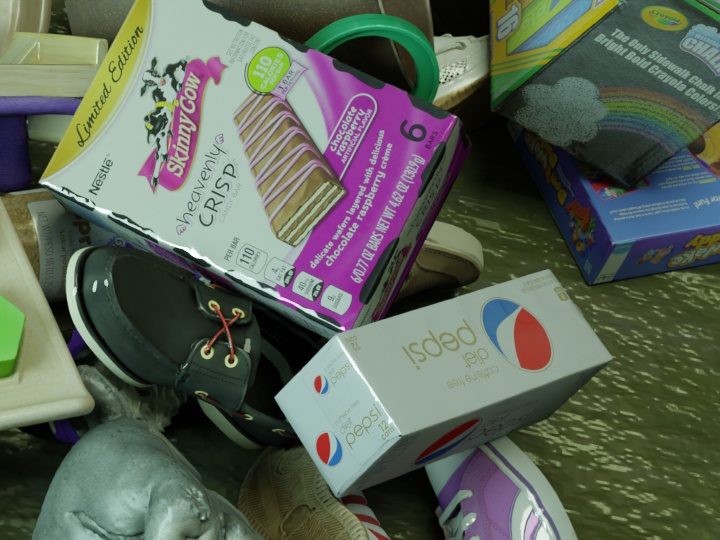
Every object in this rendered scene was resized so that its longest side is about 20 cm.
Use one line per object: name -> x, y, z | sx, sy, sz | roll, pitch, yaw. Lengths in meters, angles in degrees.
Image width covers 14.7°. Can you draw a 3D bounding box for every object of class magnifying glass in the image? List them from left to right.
magnifying glass -> -0.051, -0.093, 1.611 | 0.199, 0.080, 0.022 | -19, 35, -2

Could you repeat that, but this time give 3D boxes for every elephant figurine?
elephant figurine -> -0.144, 0.185, 1.428 | 0.142, 0.200, 0.155 | 45, -2, -31

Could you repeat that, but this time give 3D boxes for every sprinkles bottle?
sprinkles bottle -> -0.153, -0.018, 1.625 | 0.199, 0.068, 0.069 | -9, 58, -27

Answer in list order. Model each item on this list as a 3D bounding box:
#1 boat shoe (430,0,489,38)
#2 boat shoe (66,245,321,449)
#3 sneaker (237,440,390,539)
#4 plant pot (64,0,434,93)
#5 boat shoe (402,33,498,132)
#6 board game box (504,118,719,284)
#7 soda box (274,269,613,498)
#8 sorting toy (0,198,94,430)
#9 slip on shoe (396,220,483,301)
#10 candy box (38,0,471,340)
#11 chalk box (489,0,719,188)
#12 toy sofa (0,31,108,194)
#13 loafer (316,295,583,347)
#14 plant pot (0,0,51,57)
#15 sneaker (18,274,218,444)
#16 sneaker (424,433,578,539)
boat shoe -> 0.118, -0.181, 1.859 | 0.199, 0.073, 0.063 | 13, 54, -3
boat shoe -> -0.081, 0.037, 1.505 | 0.201, 0.063, 0.074 | 37, 51, -46
sneaker -> -0.001, 0.163, 1.534 | 0.113, 0.071, 0.200 | 48, 6, -24
plant pot -> -0.073, -0.177, 1.702 | 0.198, 0.187, 0.188 | -11, 51, 12
boat shoe -> 0.045, -0.123, 1.783 | 0.199, 0.071, 0.069 | -29, 68, -35
board game box -> 0.211, -0.071, 1.826 | 0.199, 0.045, 0.135 | -9, 58, -27
soda box -> 0.049, 0.059, 1.537 | 0.199, 0.064, 0.068 | -16, 66, -50
sorting toy -> -0.250, 0.011, 1.426 | 0.184, 0.037, 0.201 | -10, 51, -28
slip on shoe -> 0.000, 0.000, 1.646 | 0.199, 0.076, 0.061 | 14, 69, -52
candy box -> -0.057, -0.059, 1.543 | 0.199, 0.061, 0.137 | 25, 82, 15
chalk box -> 0.186, -0.169, 1.712 | 0.124, 0.200, 0.124 | 27, 44, -28
toy sofa -> -0.239, -0.085, 1.575 | 0.199, 0.082, 0.098 | -4, 98, -46
loafer -> 0.055, 0.047, 1.648 | 0.199, 0.063, 0.072 | -19, 33, -31
plant pot -> -0.285, -0.164, 1.639 | 0.092, 0.202, 0.200 | 10, 33, 43
sneaker -> -0.130, 0.048, 1.580 | 0.200, 0.099, 0.070 | -28, 109, -59
sneaker -> 0.066, 0.175, 1.561 | 0.114, 0.073, 0.201 | -18, 62, -28
